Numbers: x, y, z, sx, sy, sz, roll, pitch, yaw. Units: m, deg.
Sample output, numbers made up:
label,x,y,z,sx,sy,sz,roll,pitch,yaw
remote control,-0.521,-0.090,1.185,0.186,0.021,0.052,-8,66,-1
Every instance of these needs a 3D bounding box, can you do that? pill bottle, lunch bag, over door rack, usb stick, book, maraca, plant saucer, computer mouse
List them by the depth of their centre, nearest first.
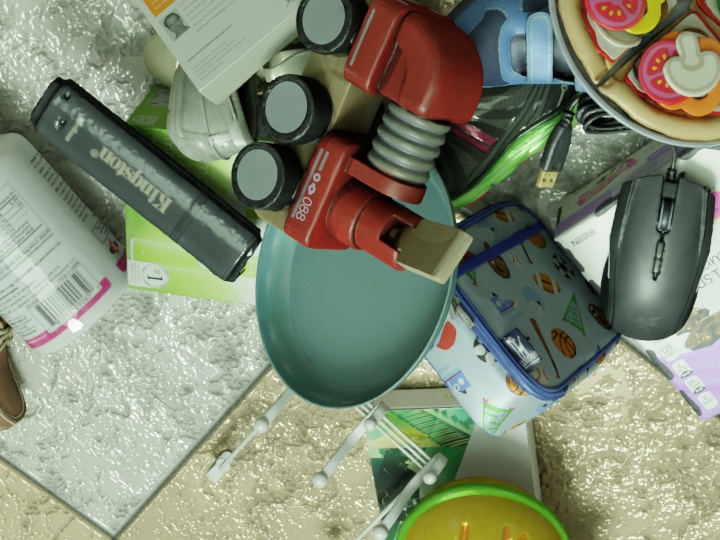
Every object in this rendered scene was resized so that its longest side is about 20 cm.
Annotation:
label,x,y,z,sx,sy,sz,roll,pitch,yaw
book,-0.108,-0.235,1.091,0.133,0.048,0.201,-38,69,7
plant saucer,0.000,0.000,1.120,0.027,0.201,0.200,13,133,-45
computer mouse,0.191,-0.033,1.131,0.139,0.046,0.201,14,121,4
lunch bag,0.105,0.028,1.170,0.075,0.200,0.161,-40,82,30
usb stick,-0.161,-0.068,1.179,0.200,0.033,0.056,39,124,-2
pill bottle,-0.287,-0.039,1.276,0.113,0.114,0.200,-32,108,26
maraca,0.119,0.247,1.315,0.137,0.107,0.200,-38,119,25
over door rack,-0.037,0.178,1.343,0.148,0.067,0.200,42,129,0

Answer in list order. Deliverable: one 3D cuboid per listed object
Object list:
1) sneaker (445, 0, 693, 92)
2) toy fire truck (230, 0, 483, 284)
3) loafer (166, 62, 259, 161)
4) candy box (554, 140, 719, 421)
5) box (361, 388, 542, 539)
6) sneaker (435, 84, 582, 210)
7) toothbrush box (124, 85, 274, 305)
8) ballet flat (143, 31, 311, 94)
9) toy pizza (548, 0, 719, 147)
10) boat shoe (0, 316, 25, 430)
label,x,y,z,sx,sy,sz,roll,pitch,yaw
sneaker,0.148,-0.164,1.093,0.198,0.082,0.074,-14,128,-9
toy fire truck,0.025,-0.078,1.025,0.199,0.128,0.177,33,106,28
loafer,-0.093,-0.177,1.133,0.069,0.070,0.202,-2,78,23
candy box,0.273,-0.010,1.195,0.167,0.072,0.200,-34,107,26
box,0.086,0.194,1.371,0.143,0.036,0.202,-3,116,14
sneaker,0.084,-0.103,1.172,0.199,0.077,0.084,-37,93,-1
toothbrush box,-0.082,-0.055,1.239,0.198,0.086,0.147,7,119,6
ballet flat,-0.079,-0.161,1.191,0.198,0.070,0.070,-4,118,14
toy pizza,0.223,-0.183,1.058,0.199,0.201,0.032,33,163,-7
boat shoe,-0.337,0.050,1.354,0.071,0.076,0.201,-16,116,15
